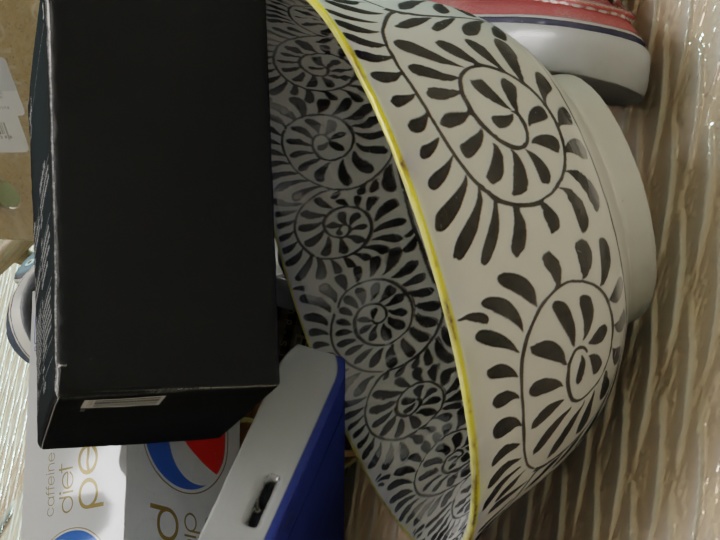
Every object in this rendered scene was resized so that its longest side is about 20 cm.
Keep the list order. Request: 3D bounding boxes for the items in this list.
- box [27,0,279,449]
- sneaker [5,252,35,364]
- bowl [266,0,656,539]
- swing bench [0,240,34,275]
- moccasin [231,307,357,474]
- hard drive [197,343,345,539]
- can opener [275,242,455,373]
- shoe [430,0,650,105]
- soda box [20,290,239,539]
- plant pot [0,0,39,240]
[{"bbox_3d":[-0.078,-0.015,0.900,0.200,0.079,0.141,137,128,-78],"label":"box"},{"bbox_3d":[-0.133,0.019,1.229,0.146,0.077,0.202,-23,3,37],"label":"sneaker"},{"bbox_3d":[0.040,-0.011,0.850,0.201,0.094,0.201,164,90,-76],"label":"bowl"},{"bbox_3d":[-0.127,-0.096,1.434,0.200,0.130,0.199,-58,21,23],"label":"swing bench"},{"bbox_3d":[-0.030,0.071,1.081,0.078,0.074,0.202,121,169,-58],"label":"moccasin"},{"bbox_3d":[-0.037,0.139,0.918,0.200,0.025,0.132,91,-162,-51],"label":"hard drive"},{"bbox_3d":[0.000,0.000,1.014,0.053,0.067,0.200,-42,35,-12],"label":"can opener"},{"bbox_3d":[0.065,-0.116,0.957,0.200,0.071,0.091,-152,75,-76],"label":"shoe"},{"bbox_3d":[-0.093,0.103,1.023,0.064,0.068,0.200,-14,67,38],"label":"soda box"},{"bbox_3d":[-0.138,-0.116,1.166,0.177,0.199,0.200,-59,-36,-47],"label":"plant pot"}]
